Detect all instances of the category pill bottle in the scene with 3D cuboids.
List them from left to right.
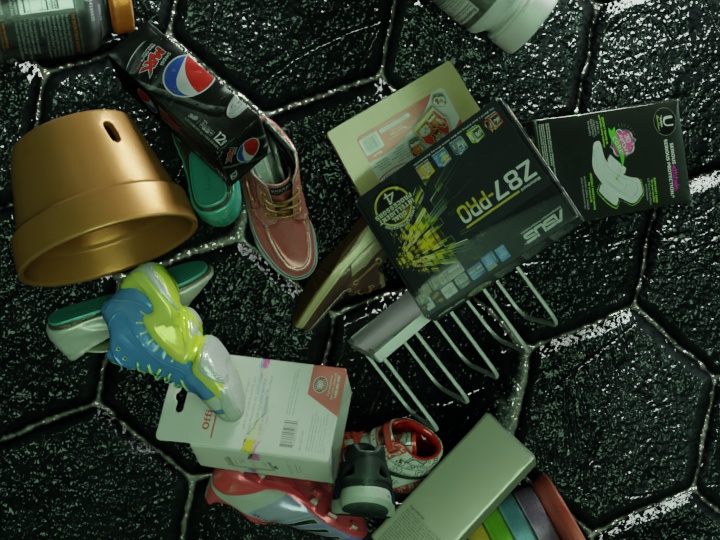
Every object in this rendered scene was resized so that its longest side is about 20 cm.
[{"bbox_3d":[-0.351,-0.284,1.374,0.200,0.106,0.106,-9,94,-12],"label":"pill bottle"},{"bbox_3d":[0.128,-0.352,1.469,0.200,0.114,0.114,36,85,-11],"label":"pill bottle"}]

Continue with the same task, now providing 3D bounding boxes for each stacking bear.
[{"bbox_3d":[0.161,0.339,1.510,0.200,0.121,0.114,-28,80,-1],"label":"stacking bear"}]

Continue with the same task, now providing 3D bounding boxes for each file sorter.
[{"bbox_3d":[0.111,0.072,1.470,0.200,0.139,0.125,-40,101,-8],"label":"file sorter"}]

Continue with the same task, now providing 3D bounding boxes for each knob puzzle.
[{"bbox_3d":[0.081,-0.122,1.510,0.219,0.030,0.220,0,92,-12],"label":"knob puzzle"}]

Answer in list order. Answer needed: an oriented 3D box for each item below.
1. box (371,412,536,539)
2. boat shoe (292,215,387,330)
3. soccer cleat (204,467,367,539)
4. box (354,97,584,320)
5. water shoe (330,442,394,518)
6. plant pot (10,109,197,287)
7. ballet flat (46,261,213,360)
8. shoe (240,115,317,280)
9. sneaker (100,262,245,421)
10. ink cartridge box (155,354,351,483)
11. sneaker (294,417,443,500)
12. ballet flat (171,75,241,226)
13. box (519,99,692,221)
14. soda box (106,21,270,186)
[{"bbox_3d":[0.110,0.267,1.462,0.200,0.068,0.082,-44,72,-6],"label":"box"},{"bbox_3d":[0.000,0.000,1.468,0.072,0.072,0.200,37,96,-15],"label":"boat shoe"},{"bbox_3d":[-0.087,0.277,1.482,0.200,0.067,0.077,27,118,-17],"label":"soccer cleat"},{"bbox_3d":[0.116,-0.065,1.366,0.200,0.049,0.161,-34,75,13],"label":"box"},{"bbox_3d":[0.008,0.232,1.390,0.071,0.200,0.079,5,77,-5],"label":"water shoe"},{"bbox_3d":[-0.293,-0.082,1.362,0.200,0.200,0.140,-19,79,-11],"label":"plant pot"},{"bbox_3d":[-0.257,0.049,1.435,0.200,0.069,0.070,-20,96,-6],"label":"ballet flat"},{"bbox_3d":[-0.097,-0.082,1.443,0.071,0.091,0.200,-20,96,-10],"label":"shoe"},{"bbox_3d":[-0.212,0.095,1.377,0.105,0.076,0.200,-32,88,10],"label":"sneaker"},{"bbox_3d":[-0.119,0.164,1.421,0.200,0.068,0.117,7,61,10],"label":"ink cartridge box"},{"bbox_3d":[-0.004,0.203,1.460,0.201,0.108,0.067,17,46,-16],"label":"sneaker"},{"bbox_3d":[-0.175,-0.132,1.428,0.067,0.070,0.200,-13,60,1],"label":"ballet flat"},{"bbox_3d":[0.259,-0.122,1.473,0.200,0.148,0.125,-10,94,-23],"label":"box"},{"bbox_3d":[-0.189,-0.185,1.377,0.063,0.071,0.200,-42,64,-15],"label":"soda box"}]
